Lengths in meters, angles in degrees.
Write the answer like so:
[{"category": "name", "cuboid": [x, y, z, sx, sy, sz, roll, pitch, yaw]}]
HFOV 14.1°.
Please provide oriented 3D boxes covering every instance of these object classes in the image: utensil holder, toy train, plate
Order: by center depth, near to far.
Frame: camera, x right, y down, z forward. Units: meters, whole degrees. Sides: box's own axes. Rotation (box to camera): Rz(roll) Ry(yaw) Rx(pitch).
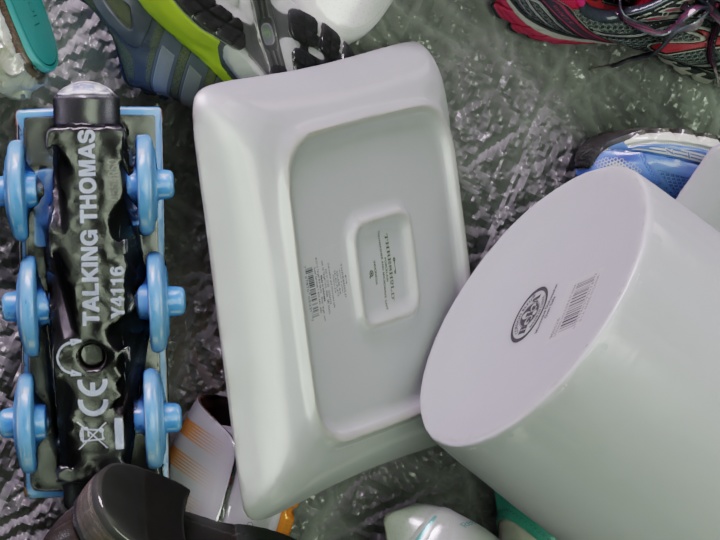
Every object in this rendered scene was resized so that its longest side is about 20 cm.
[{"category": "toy train", "cuboid": [-0.123, 0.013, 1.345, 0.086, 0.114, 0.201, -2, 94, -2]}, {"category": "utensil holder", "cuboid": [0.151, 0.070, 1.371, 0.200, 0.170, 0.170, 36, 81, -21]}, {"category": "plate", "cuboid": [0.000, 0.000, 1.373, 0.200, 0.032, 0.200, -18, 104, -55]}]

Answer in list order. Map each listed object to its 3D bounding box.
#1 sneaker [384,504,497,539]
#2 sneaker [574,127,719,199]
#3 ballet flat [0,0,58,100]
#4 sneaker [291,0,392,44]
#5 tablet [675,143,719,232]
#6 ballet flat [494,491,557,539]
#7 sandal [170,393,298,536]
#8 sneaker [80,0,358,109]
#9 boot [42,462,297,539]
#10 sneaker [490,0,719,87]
[{"category": "sneaker", "cuboid": [0.007, 0.206, 1.427, 0.080, 0.070, 0.201, 34, 96, 22]}, {"category": "sneaker", "cuboid": [0.192, -0.009, 1.477, 0.200, 0.079, 0.089, 28, 81, -19]}, {"category": "ballet flat", "cuboid": [-0.196, -0.172, 1.338, 0.072, 0.072, 0.201, -15, 91, -18]}, {"category": "sneaker", "cuboid": [0.018, -0.204, 1.405, 0.070, 0.080, 0.201, 23, 86, -21]}, {"category": "tablet", "cuboid": [0.179, 0.037, 1.456, 0.130, 0.014, 0.200, 24, 116, -19]}, {"category": "ballet flat", "cuboid": [0.111, 0.170, 1.461, 0.070, 0.067, 0.200, -40, 105, -18]}, {"category": "sandal", "cuboid": [-0.073, 0.127, 1.389, 0.059, 0.079, 0.207, 12, 91, -22]}, {"category": "sneaker", "cuboid": [-0.065, -0.100, 1.388, 0.200, 0.081, 0.074, 51, 48, -32]}, {"category": "boot", "cuboid": [-0.109, 0.180, 1.342, 0.200, 0.069, 0.174, 36, 122, -23]}, {"category": "sneaker", "cuboid": [0.166, -0.135, 1.463, 0.199, 0.075, 0.081, 2, 92, -20]}]
